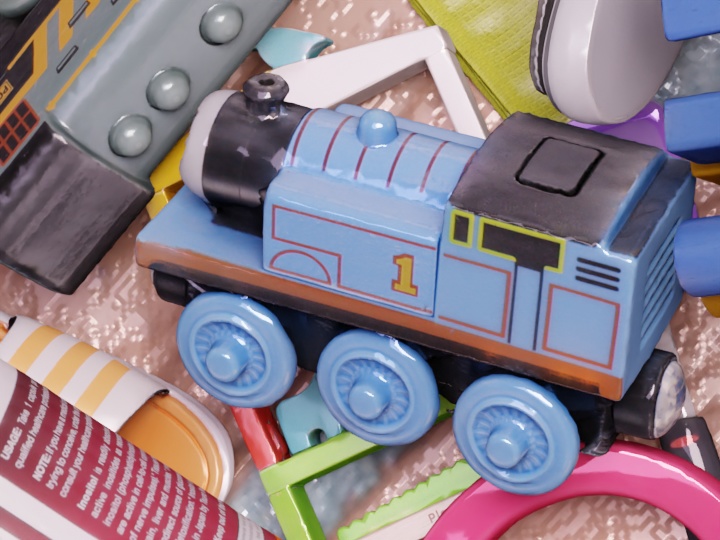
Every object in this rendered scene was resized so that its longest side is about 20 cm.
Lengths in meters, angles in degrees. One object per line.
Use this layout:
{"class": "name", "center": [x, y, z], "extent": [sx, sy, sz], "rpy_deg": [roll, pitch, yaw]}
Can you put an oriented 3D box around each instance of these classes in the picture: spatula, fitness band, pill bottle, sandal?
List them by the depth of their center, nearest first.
{"class": "pill bottle", "center": [-0.120, 0.101, 0.990], "extent": [0.200, 0.113, 0.113], "rpy_deg": [35, 93, -13]}
{"class": "fitness band", "center": [0.067, 0.155, 0.998], "extent": [0.143, 0.037, 0.201], "rpy_deg": [35, 98, 16]}
{"class": "spatula", "center": [0.110, 0.040, 1.018], "extent": [0.056, 0.021, 0.201], "rpy_deg": [-18, 78, 13]}
{"class": "sandal", "center": [-0.147, 0.050, 1.075], "extent": [0.206, 0.059, 0.080], "rpy_deg": [26, 90, 18]}

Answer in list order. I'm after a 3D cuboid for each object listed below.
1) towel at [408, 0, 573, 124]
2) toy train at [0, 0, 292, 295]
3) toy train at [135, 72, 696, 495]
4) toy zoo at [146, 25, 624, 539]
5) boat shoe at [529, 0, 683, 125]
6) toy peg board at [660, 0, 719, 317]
{"class": "towel", "center": [0.038, -0.145, 1.069], "extent": [0.086, 0.018, 0.200], "rpy_deg": [-40, 73, 9]}
{"class": "toy train", "center": [-0.093, -0.086, 1.051], "extent": [0.200, 0.085, 0.114], "rpy_deg": [-49, 45, 8]}
{"class": "toy train", "center": [0.019, -0.002, 0.971], "extent": [0.199, 0.087, 0.115], "rpy_deg": [16, 125, 19]}
{"class": "toy zoo", "center": [0.000, 0.000, 1.048], "extent": [0.131, 0.020, 0.201], "rpy_deg": [-26, 81, 13]}
{"class": "boat shoe", "center": [0.090, -0.131, 1.001], "extent": [0.056, 0.069, 0.201], "rpy_deg": [2, 51, 27]}
{"class": "toy peg board", "center": [0.145, -0.060, 0.940], "extent": [0.097, 0.199, 0.201], "rpy_deg": [-8, 79, 31]}
